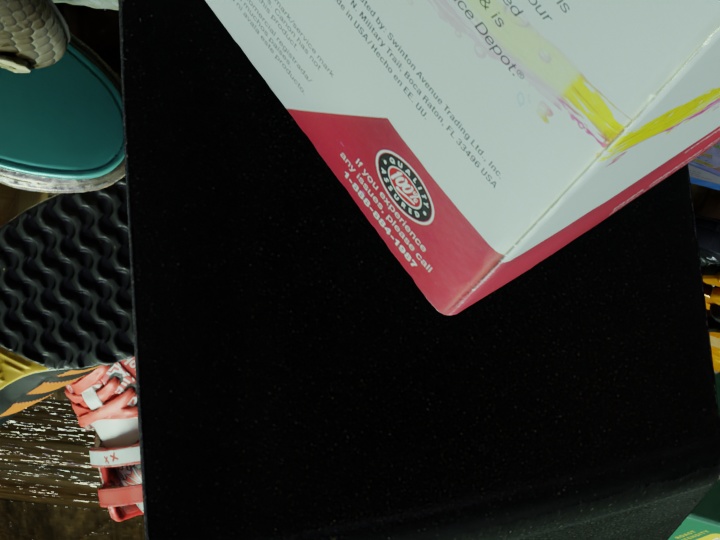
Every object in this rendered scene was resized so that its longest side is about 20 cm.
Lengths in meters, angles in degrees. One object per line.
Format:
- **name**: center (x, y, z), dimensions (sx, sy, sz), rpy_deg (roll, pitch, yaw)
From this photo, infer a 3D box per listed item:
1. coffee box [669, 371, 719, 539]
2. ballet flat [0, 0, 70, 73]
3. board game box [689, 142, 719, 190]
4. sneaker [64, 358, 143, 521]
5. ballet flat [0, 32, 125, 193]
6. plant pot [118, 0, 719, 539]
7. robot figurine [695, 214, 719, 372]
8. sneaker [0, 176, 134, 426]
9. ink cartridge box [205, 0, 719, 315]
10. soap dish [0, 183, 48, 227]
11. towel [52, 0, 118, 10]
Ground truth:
- **coffee box**: center (0.172, 0.070, 1.129), dimensions (0.200, 0.123, 0.044), rpy_deg (18, 155, -25)
- **ballet flat**: center (-0.171, -0.107, 0.803), dimensions (0.067, 0.046, 0.200), rpy_deg (13, 167, 37)
- **board game box**: center (0.079, -0.081, 0.816), dimensions (0.200, 0.034, 0.135), rpy_deg (17, 160, 23)
- **sneaker**: center (-0.114, 0.056, 1.173), dimensions (0.067, 0.108, 0.201), rpy_deg (-10, 153, 32)
- **ballet flat**: center (-0.177, -0.080, 0.922), dimensions (0.200, 0.068, 0.067), rpy_deg (23, 170, -9)
- **plant pot**: center (0.015, 0.021, 0.803), dimensions (0.177, 0.200, 0.200), rpy_deg (-4, 162, -4)
- **robot figurine**: center (0.138, 0.000, 0.964), dimensions (0.145, 0.058, 0.200), rpy_deg (27, 169, -21)
- **sneaker**: center (-0.132, 0.018, 0.974), dimensions (0.200, 0.070, 0.090), rpy_deg (-30, -176, 6)
- **ink cartridge box**: center (0.063, -0.112, 0.617), dimensions (0.144, 0.145, 0.200), rpy_deg (-32, 172, -28)
- **soap dish**: center (-0.229, -0.036, 1.017), dimensions (0.199, 0.081, 0.157), rpy_deg (8, 157, -9)
- **towel**: center (-0.097, -0.121, 0.785), dimensions (0.200, 0.035, 0.193), rpy_deg (11, 163, 30)
